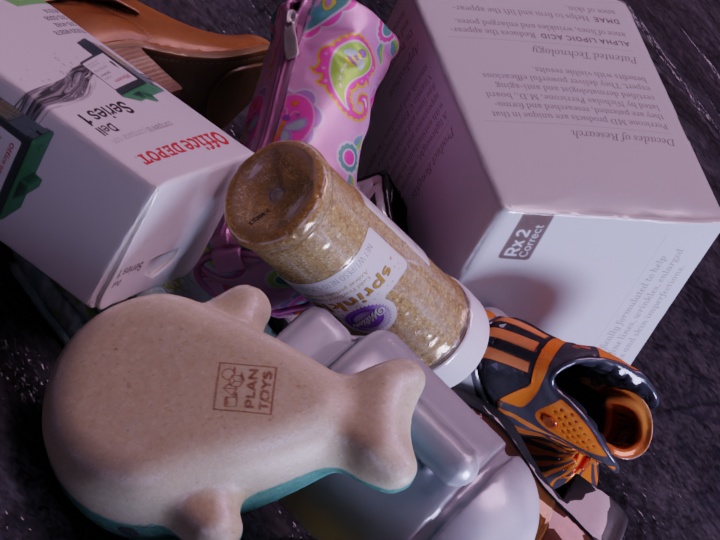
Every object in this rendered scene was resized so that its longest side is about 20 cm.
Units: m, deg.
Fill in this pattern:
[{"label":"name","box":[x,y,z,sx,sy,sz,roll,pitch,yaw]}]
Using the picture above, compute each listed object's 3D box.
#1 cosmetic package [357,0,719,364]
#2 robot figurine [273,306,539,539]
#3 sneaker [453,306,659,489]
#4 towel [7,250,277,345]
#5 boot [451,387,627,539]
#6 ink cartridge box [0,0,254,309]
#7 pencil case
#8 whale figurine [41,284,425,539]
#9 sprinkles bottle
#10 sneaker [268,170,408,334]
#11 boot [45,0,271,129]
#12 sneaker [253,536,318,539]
[{"label":"cosmetic package","box":[0.099,-0.054,1.798,0.165,0.165,0.200,2,49,-27]},{"label":"robot figurine","box":[0.019,0.113,1.568,0.200,0.113,0.170,45,-21,6]},{"label":"sneaker","box":[0.132,0.105,1.738,0.112,0.078,0.200,19,-21,32]},{"label":"towel","box":[-0.111,0.032,1.655,0.200,0.048,0.171,53,22,-4]},{"label":"boot","box":[0.042,0.181,1.671,0.188,0.068,0.200,38,58,-8]},{"label":"ink cartridge box","box":[-0.176,-0.078,1.551,0.200,0.084,0.146,35,19,10]},{"label":"pencil case","box":[-0.039,-0.073,1.687,0.087,0.087,0.200,37,58,-38]},{"label":"whale figurine","box":[-0.066,0.086,1.492,0.104,0.200,0.159,84,9,-58]},{"label":"sprinkles bottle","box":[0.000,0.000,1.603,0.200,0.068,0.068,42,23,-49]},{"label":"sneaker","box":[-0.038,-0.033,1.760,0.201,0.115,0.076,47,-8,33]},{"label":"boot","box":[-0.149,-0.152,1.790,0.155,0.077,0.200,42,34,16]},{"label":"sneaker","box":[0.012,0.205,1.488,0.200,0.089,0.074,20,26,-15]}]
